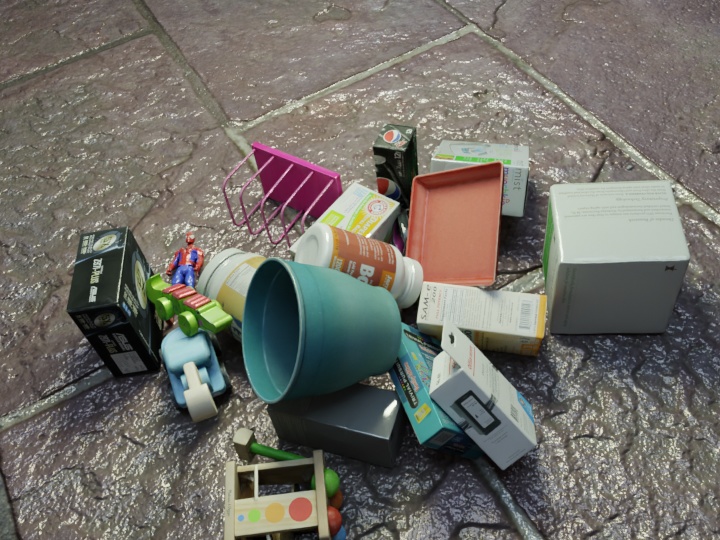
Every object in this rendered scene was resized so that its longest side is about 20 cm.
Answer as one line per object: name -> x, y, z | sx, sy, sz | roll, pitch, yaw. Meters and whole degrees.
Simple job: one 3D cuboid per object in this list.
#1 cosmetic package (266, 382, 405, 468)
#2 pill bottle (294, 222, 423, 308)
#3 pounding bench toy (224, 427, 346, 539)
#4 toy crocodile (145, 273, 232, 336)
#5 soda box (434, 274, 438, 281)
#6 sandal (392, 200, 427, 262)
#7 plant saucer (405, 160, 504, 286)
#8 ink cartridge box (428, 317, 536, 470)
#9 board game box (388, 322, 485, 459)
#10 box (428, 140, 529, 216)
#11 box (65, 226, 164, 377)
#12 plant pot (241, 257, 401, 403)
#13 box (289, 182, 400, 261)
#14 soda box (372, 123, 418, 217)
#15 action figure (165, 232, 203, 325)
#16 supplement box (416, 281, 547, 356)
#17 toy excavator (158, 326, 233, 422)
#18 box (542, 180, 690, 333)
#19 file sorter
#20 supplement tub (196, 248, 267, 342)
cosmetic package -> -0.034, 0.225, 1.134 | 0.198, 0.107, 0.091 | 10, 53, 12
pill bottle -> 0.000, 0.000, 1.208 | 0.198, 0.112, 0.113 | 15, 43, -29
pounding bench toy -> -0.105, 0.314, 1.058 | 0.154, 0.125, 0.201 | -8, 51, 0
toy crocodile -> -0.282, 0.056, 1.207 | 0.067, 0.062, 0.199 | -24, 32, -37
soda box -> 0.152, -0.030, 1.344 | 0.067, 0.064, 0.201 | -9, 51, -3
sandal -> 0.082, -0.052, 1.326 | 0.048, 0.075, 0.203 | 15, 72, -16
plant saucer -> 0.161, -0.069, 1.230 | 0.199, 0.036, 0.202 | -4, 78, 49
ink cartridge box -> 0.165, 0.176, 1.079 | 0.068, 0.200, 0.116 | -41, 8, 19
board game box -> 0.111, 0.181, 1.127 | 0.047, 0.150, 0.201 | -41, 49, 19
box -> 0.226, -0.175, 1.382 | 0.174, 0.098, 0.200 | 6, 21, 12
box -> -0.405, 0.056, 1.249 | 0.085, 0.201, 0.165 | -9, 50, 2
plant pot -> -0.049, 0.088, 1.072 | 0.186, 0.201, 0.201 | 4, 44, -31
box -> -0.021, -0.049, 1.355 | 0.112, 0.102, 0.200 | 26, 59, 25
soda box -> 0.070, -0.174, 1.381 | 0.063, 0.201, 0.071 | 12, 53, 18
action figure -> -0.329, 0.007, 1.382 | 0.065, 0.052, 0.201 | -7, 48, 5
supplement box -> 0.197, 0.081, 1.202 | 0.198, 0.126, 0.074 | 6, 72, 12
toy excavator -> -0.263, 0.161, 1.154 | 0.099, 0.200, 0.196 | -19, 66, -10
box -> 0.410, -0.018, 1.219 | 0.198, 0.200, 0.173 | -2, 51, 7
file sorter -> -0.146, -0.126, 1.408 | 0.199, 0.140, 0.126 | 23, 58, 23
supplement tub -> -0.167, 0.060, 1.257 | 0.199, 0.145, 0.145 | 29, 59, 27
